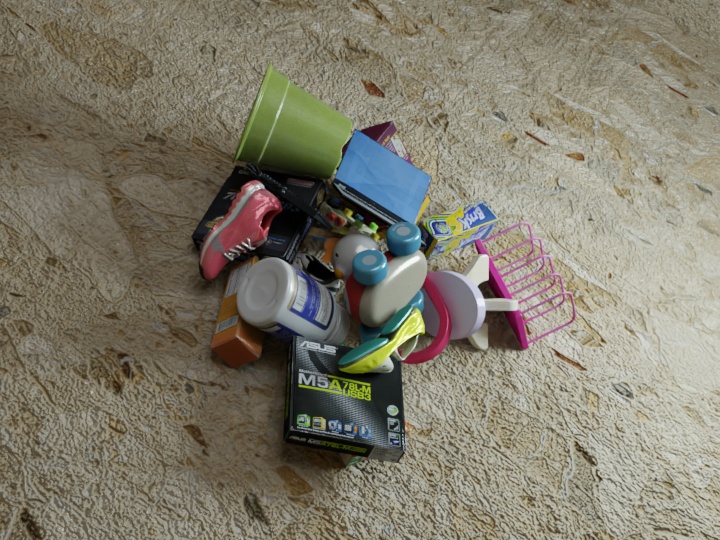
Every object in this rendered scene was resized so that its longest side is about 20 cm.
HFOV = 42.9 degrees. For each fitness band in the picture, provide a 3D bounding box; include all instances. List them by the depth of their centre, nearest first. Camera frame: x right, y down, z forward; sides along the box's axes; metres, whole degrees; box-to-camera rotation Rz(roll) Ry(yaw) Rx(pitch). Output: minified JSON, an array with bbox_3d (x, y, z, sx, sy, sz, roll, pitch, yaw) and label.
[{"bbox_3d":[0.089,0.082,1.727,0.143,0.037,0.201,-30,59,3],"label":"fitness band"}]

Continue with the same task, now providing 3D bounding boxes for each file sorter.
[{"bbox_3d":[0.333,0.024,1.846,0.124,0.139,0.201,-25,55,2],"label":"file sorter"}]

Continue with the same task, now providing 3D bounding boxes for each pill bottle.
[{"bbox_3d":[-0.110,0.068,1.595,0.200,0.119,0.120,35,27,-48],"label":"pill bottle"}]

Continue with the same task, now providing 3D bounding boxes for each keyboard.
[{"bbox_3d":[-0.141,-0.144,1.658,0.199,0.021,0.127,34,-1,31],"label":"keyboard"}]

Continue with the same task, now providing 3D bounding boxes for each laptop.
[{"bbox_3d":[0.053,-0.157,1.721,0.186,0.117,0.200,30,8,-16],"label":"laptop"}]

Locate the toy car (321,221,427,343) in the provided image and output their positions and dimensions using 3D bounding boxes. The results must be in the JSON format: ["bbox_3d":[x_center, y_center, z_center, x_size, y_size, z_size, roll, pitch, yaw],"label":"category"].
[{"bbox_3d":[0.000,0.000,1.652,0.199,0.186,0.177,27,51,33],"label":"toy car"}]

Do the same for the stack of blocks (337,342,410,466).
[{"bbox_3d":[-0.015,0.224,1.582,0.114,0.059,0.201,-12,55,-33],"label":"stack of blocks"}]

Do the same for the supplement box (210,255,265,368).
[{"bbox_3d":[-0.204,0.071,1.623,0.067,0.068,0.201,48,34,-32],"label":"supplement box"}]

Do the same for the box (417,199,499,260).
[{"bbox_3d":[0.204,-0.088,1.978,0.199,0.070,0.064,-21,62,-38],"label":"box"}]

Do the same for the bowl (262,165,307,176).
[{"bbox_3d":[-0.125,-0.227,1.896,0.199,0.201,0.095,7,68,-19],"label":"bowl"}]

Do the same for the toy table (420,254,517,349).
[{"bbox_3d":[0.201,0.065,1.765,0.116,0.186,0.199,-3,17,-35],"label":"toy table"}]

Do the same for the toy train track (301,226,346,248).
[{"bbox_3d":[-0.085,-0.062,1.765,0.198,0.033,0.115,14,43,12],"label":"toy train track"}]

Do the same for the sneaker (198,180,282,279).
[{"bbox_3d":[-0.214,-0.062,1.636,0.086,0.074,0.201,32,87,18],"label":"sneaker"}]

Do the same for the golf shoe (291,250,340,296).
[{"bbox_3d":[-0.124,-0.014,1.738,0.199,0.092,0.073,29,46,5],"label":"golf shoe"}]

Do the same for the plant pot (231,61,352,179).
[{"bbox_3d":[-0.122,-0.264,1.739,0.188,0.201,0.201,21,43,-10],"label":"plant pot"}]

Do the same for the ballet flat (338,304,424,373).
[{"bbox_3d":[0.045,0.132,1.548,0.200,0.066,0.068,-38,106,-39],"label":"ballet flat"}]

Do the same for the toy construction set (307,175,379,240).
[{"bbox_3d":[-0.044,-0.104,1.840,0.200,0.092,0.131,50,16,6],"label":"toy construction set"}]

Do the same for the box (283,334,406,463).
[{"bbox_3d":[-0.025,0.210,1.513,0.198,0.048,0.194,14,46,-14],"label":"box"}]

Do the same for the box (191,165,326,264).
[{"bbox_3d":[-0.190,-0.104,1.744,0.198,0.050,0.200,12,56,20],"label":"box"}]

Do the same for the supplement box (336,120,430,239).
[{"bbox_3d":[0.045,-0.184,1.899,0.201,0.102,0.131,63,38,-23],"label":"supplement box"}]
